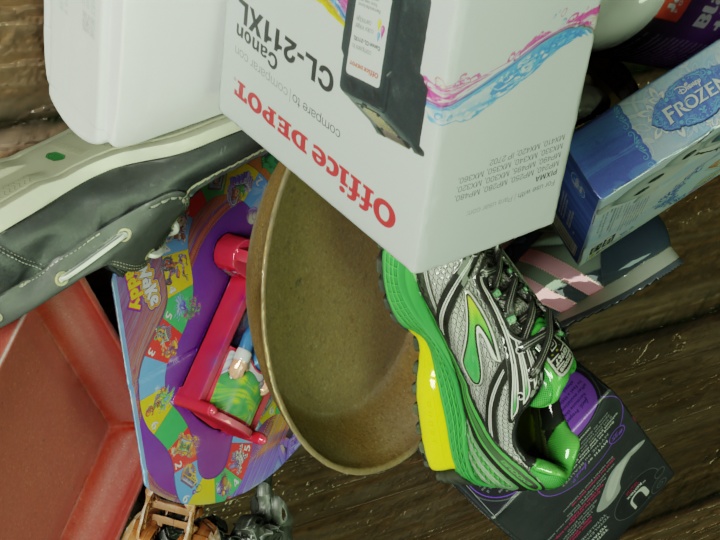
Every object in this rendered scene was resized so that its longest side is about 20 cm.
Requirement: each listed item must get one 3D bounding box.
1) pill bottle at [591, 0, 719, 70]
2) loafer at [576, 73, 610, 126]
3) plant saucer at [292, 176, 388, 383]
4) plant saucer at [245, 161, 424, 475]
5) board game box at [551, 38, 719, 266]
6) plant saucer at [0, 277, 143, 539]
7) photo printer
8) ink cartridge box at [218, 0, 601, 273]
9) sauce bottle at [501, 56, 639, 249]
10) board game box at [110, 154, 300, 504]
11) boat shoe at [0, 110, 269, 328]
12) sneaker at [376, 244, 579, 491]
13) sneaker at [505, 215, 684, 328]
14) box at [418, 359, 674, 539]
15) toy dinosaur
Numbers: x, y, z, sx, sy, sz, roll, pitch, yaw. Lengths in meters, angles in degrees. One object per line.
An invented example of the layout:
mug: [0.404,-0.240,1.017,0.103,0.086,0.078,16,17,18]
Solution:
pill bottle: [0.144,-0.171,0.966,0.199,0.111,0.112,0,124,-50]
loafer: [0.084,-0.101,0.906,0.073,0.071,0.200,-27,180,4]
plant saucer: [0.014,-0.041,0.957,0.200,0.034,0.202,-13,106,-54]
plant saucer: [0.000,0.000,0.885,0.200,0.035,0.202,-14,107,-54]
board game box: [0.200,-0.087,0.989,0.198,0.044,0.200,-31,170,-2]
plant saucer: [-0.174,0.116,0.888,0.200,0.036,0.201,72,36,-57]
photo printer: [-0.044,-0.156,0.797,0.199,0.069,0.167,-23,140,-34]
ink cartridge box: [0.020,-0.123,0.708,0.082,0.146,0.201,-21,135,-34]
sauce bottle: [0.082,-0.054,1.063,0.200,0.066,0.066,-47,148,3]
board game box: [-0.055,0.033,0.942,0.158,0.039,0.201,-30,123,-43]
boat shoe: [-0.115,-0.034,0.827,0.199,0.072,0.068,-27,119,-23]
sneaker: [0.068,0.020,0.881,0.078,0.085,0.201,-44,128,-43]
sneaker: [0.107,0.006,1.166,0.199,0.082,0.070,-25,176,-3]
box: [0.130,0.130,1.270,0.122,0.106,0.200,-47,147,-3]
toy dinosaur: [-0.095,0.165,1.005,0.201,0.102,0.136,-61,169,17]
